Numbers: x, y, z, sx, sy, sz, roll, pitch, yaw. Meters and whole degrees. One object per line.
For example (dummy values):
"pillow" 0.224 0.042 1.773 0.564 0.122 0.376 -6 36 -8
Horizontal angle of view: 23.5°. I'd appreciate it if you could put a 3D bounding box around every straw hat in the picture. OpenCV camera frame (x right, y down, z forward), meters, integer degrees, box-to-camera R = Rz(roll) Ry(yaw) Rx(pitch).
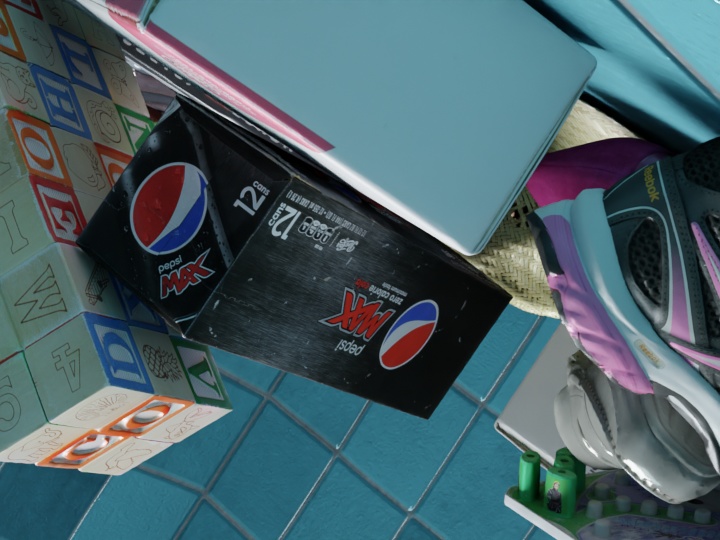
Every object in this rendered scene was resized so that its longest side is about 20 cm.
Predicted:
"straw hat" 0.080 -0.027 0.782 0.201 0.085 0.201 34 -179 -1

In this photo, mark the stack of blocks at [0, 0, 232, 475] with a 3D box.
"stack of blocks" -0.120 -0.024 0.674 0.115 0.058 0.200 20 -138 -62

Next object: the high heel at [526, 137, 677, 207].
"high heel" 0.145 0.009 0.716 0.096 0.068 0.200 17 156 39

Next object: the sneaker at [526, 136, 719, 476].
"sneaker" 0.151 0.027 0.602 0.200 0.086 0.080 35 -146 -37

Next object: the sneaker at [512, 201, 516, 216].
"sneaker" 0.095 -0.037 0.968 0.080 0.071 0.200 40 180 41

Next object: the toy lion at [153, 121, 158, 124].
"toy lion" -0.136 -0.048 0.859 0.191 0.069 0.200 -19 -173 -34

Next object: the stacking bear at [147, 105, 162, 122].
"stacking bear" -0.062 -0.039 1.034 0.114 0.122 0.200 24 -159 33

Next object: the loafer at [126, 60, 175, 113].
"loafer" -0.087 -0.127 1.150 0.200 0.063 0.072 6 -134 -38

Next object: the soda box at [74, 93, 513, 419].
"soda box" -0.018 0.001 0.674 0.063 0.071 0.200 38 -174 30

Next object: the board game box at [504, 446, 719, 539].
"board game box" 0.197 0.108 0.747 0.200 0.026 0.200 -5 -163 -28

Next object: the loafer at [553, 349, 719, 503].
"loafer" 0.120 0.061 0.743 0.070 0.070 0.200 44 -167 -1

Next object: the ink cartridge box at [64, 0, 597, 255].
"ink cartridge box" -0.029 -0.096 0.636 0.146 0.083 0.200 32 -178 -26

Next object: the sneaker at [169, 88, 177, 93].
"sneaker" -0.035 -0.102 0.952 0.200 0.082 0.070 38 -143 10

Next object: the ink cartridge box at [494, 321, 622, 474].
"ink cartridge box" 0.177 0.068 0.929 0.084 0.144 0.200 34 180 34

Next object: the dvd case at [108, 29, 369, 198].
"dvd case" -0.053 -0.114 0.821 0.200 0.025 0.150 33 -150 -5
